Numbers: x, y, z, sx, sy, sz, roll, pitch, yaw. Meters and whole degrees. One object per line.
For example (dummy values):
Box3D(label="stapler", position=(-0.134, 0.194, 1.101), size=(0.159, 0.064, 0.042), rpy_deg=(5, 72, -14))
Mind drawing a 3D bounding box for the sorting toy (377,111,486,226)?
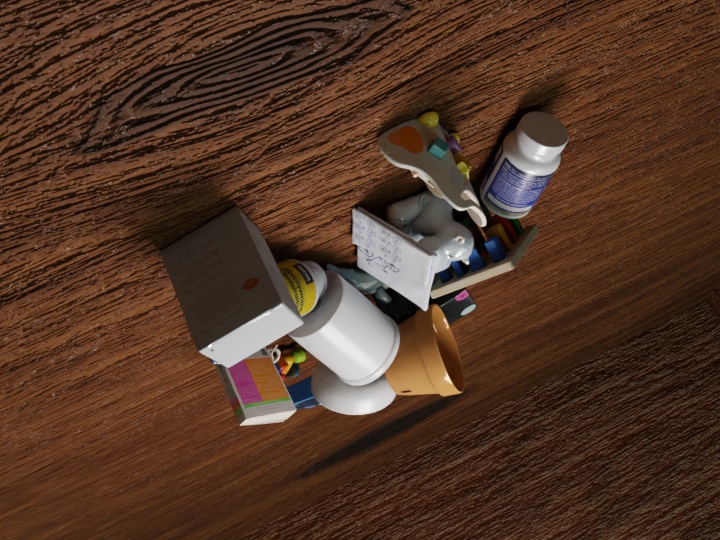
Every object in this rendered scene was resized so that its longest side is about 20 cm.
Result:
Box3D(label="sorting toy", position=(0.148, -0.157, 1.175), size=(0.107, 0.181, 0.200), rpy_deg=(-37, 153, 17))

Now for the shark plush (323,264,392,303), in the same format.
Box3D(label="shark plush", position=(0.000, 0.000, 1.484), size=(0.199, 0.091, 0.084), rpy_deg=(15, 113, -28))

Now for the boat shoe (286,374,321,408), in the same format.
Box3D(label="boat shoe", position=(-0.108, 0.287, 1.667), size=(0.199, 0.085, 0.069), rpy_deg=(-12, 154, 3))

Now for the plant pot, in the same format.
Box3D(label="plant pot", position=(0.129, 0.189, 1.512), size=(0.139, 0.201, 0.200), rpy_deg=(-20, 157, 17))

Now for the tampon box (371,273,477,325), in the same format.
Box3D(label="tampon box", position=(0.155, 0.072, 1.653), size=(0.199, 0.127, 0.150), rpy_deg=(-33, 154, 8))

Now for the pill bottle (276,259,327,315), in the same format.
Box3D(label="pill bottle", position=(-0.147, 0.042, 1.278), size=(0.112, 0.112, 0.200), rpy_deg=(-46, 170, 31))

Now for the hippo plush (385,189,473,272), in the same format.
Box3D(label="hippo plush", position=(0.157, -0.071, 1.359), size=(0.199, 0.161, 0.159), rpy_deg=(-29, 154, 1))

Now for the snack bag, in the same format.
Box3D(label="snack bag", position=(0.060, -0.018, 1.338), size=(0.021, 0.188, 0.200), rpy_deg=(-48, 159, -27))

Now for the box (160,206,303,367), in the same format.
Box3D(label="box", position=(-0.209, 0.027, 1.122), size=(0.152, 0.201, 0.106), rpy_deg=(-29, 154, 3))

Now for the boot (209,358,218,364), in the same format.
Box3D(label="boot", position=(-0.246, 0.094, 1.329), size=(0.073, 0.091, 0.200), rpy_deg=(-3, 144, -42))

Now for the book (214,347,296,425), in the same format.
Box3D(label="book", position=(-0.233, 0.224, 1.451), size=(0.133, 0.201, 0.048), rpy_deg=(6, 138, -49))

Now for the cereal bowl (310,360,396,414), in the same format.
Box3D(label="cereal bowl", position=(-0.013, 0.234, 1.566), size=(0.199, 0.200, 0.084), rpy_deg=(-13, 120, -30))

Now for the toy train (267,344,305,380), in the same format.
Box3D(label="toy train", position=(-0.178, 0.213, 1.633), size=(0.115, 0.085, 0.200), rpy_deg=(-22, 155, -38))

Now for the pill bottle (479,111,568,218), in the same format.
Box3D(label="pill bottle", position=(0.316, -0.203, 1.335), size=(0.115, 0.116, 0.200), rpy_deg=(-17, 152, -24))

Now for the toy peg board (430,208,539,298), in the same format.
Box3D(label="toy peg board", position=(0.240, -0.054, 1.435), size=(0.199, 0.098, 0.199), rpy_deg=(-24, -169, 37))

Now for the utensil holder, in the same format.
Box3D(label="utensil holder", position=(-0.040, 0.119, 1.429), size=(0.170, 0.170, 0.200), rpy_deg=(-35, 130, 13))
